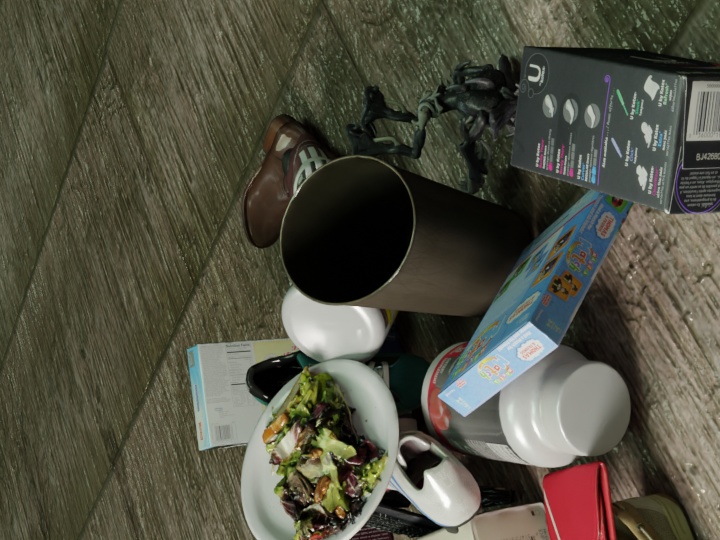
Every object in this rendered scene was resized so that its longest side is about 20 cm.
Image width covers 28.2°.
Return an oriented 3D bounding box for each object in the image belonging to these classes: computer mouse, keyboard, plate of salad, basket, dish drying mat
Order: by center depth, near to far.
[{"bbox_3d":[0.190,0.211,1.260,0.200,0.018,0.077,110,155,-79],"label":"dish drying mat"},{"bbox_3d":[0.056,-0.022,1.352,0.180,0.199,0.137,-3,80,46],"label":"basket"},{"bbox_3d":[-0.047,0.176,1.378,0.199,0.048,0.201,-22,53,32],"label":"plate of salad"},{"bbox_3d":[0.062,0.221,1.453,0.199,0.059,0.034,-3,70,21],"label":"computer mouse"},{"bbox_3d":[0.000,0.253,1.474,0.127,0.200,0.021,-7,67,42],"label":"keyboard"}]

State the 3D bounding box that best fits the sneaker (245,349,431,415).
[{"bbox_3d":[-0.024,0.117,1.477,0.199,0.080,0.072,-5,77,16],"label":"sneaker"}]

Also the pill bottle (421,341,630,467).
[{"bbox_3d":[0.151,0.121,1.310,0.200,0.110,0.111,-3,89,59],"label":"pill bottle"}]

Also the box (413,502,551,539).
[{"bbox_3d":[0.102,0.295,1.425,0.200,0.095,0.078,-39,62,56],"label":"box"}]

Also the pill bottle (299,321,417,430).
[{"bbox_3d":[0.001,0.144,1.568,0.111,0.111,0.201,-35,62,55],"label":"pill bottle"}]

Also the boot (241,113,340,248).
[{"bbox_3d":[-0.064,-0.069,1.721,0.200,0.064,0.187,42,129,45],"label":"boot"}]

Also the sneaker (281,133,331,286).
[{"bbox_3d":[-0.052,-0.066,1.616,0.116,0.075,0.201,-111,20,-48],"label":"sneaker"}]

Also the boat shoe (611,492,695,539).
[{"bbox_3d":[0.260,0.280,1.182,0.073,0.063,0.201,-51,49,48],"label":"boat shoe"}]

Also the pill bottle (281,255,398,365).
[{"bbox_3d":[0.000,0.000,1.480,0.109,0.109,0.200,-62,-1,41],"label":"pill bottle"}]

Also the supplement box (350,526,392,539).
[{"bbox_3d":[-0.006,0.346,1.645,0.109,0.061,0.201,-40,59,53],"label":"supplement box"}]

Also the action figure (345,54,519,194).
[{"bbox_3d":[0.093,-0.144,1.401,0.199,0.102,0.119,-7,52,23],"label":"action figure"}]

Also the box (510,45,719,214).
[{"bbox_3d":[0.229,-0.117,1.147,0.200,0.122,0.107,25,114,56],"label":"box"}]

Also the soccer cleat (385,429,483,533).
[{"bbox_3d":[0.048,0.179,1.379,0.200,0.070,0.087,23,148,59],"label":"soccer cleat"}]

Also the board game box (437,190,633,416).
[{"bbox_3d":[0.154,0.020,1.241,0.037,0.200,0.151,39,141,-4],"label":"board game box"}]

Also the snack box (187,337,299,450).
[{"bbox_3d":[-0.094,0.137,1.641,0.037,0.199,0.117,-26,69,58],"label":"snack box"}]
